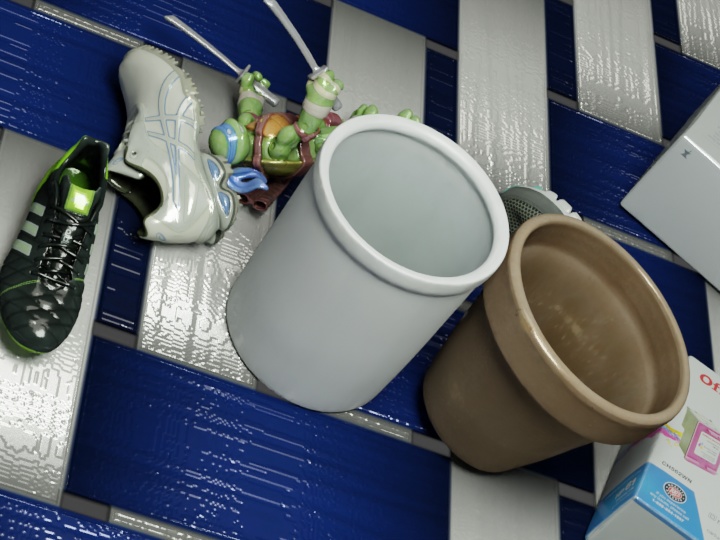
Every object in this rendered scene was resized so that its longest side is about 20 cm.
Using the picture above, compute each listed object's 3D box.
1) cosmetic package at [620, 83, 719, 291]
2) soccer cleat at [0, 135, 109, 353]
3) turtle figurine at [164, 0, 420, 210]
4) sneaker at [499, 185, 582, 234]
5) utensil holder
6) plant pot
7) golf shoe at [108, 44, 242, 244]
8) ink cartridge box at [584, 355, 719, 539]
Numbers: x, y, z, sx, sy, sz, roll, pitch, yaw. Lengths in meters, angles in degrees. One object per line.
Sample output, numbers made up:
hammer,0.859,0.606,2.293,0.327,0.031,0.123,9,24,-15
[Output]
cosmetic package,0.407,-0.082,1.950,0.199,0.123,0.200,42,42,3
soccer cleat,-0.240,-0.025,1.504,0.067,0.081,0.200,21,46,-17
turtle figurine,-0.047,-0.158,1.694,0.194,0.144,0.201,5,64,-40
sneaker,0.175,0.006,1.762,0.091,0.078,0.200,-15,63,-36
utensil holder,0.000,0.000,1.556,0.170,0.200,0.170,18,46,-20
plant pot,0.145,0.080,1.591,0.200,0.175,0.201,27,43,-28
golf shoe,-0.180,-0.110,1.625,0.097,0.078,0.200,-11,59,-31
ink cartridge box,0.302,0.193,1.678,0.144,0.085,0.200,35,42,-3
